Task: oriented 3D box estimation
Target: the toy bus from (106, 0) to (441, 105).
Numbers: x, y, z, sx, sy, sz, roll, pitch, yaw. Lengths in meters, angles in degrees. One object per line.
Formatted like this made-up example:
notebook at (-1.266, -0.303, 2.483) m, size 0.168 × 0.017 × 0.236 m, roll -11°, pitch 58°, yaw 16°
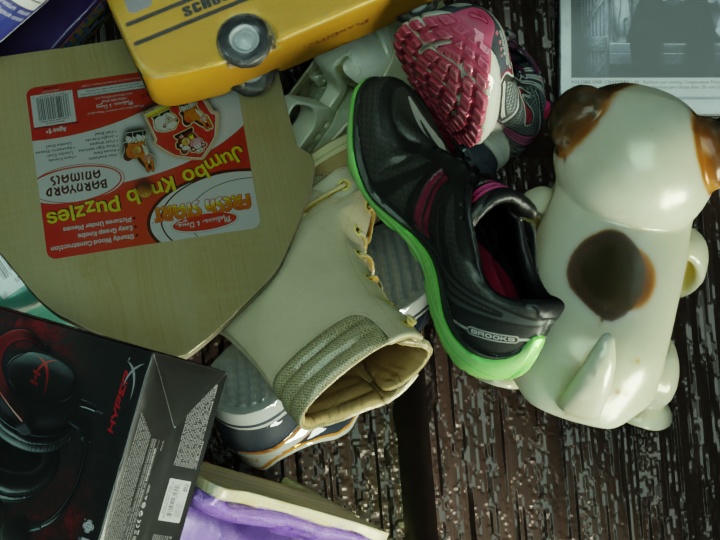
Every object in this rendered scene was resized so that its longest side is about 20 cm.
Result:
toy bus at (-0.040, -0.160, 0.988) m, size 0.200 × 0.065 × 0.078 m, roll -24°, pitch 80°, yaw -5°

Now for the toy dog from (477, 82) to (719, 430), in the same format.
toy dog at (0.144, -0.015, 1.033) m, size 0.139 × 0.194 × 0.201 m, roll 17°, pitch 95°, yaw 14°

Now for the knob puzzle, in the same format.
knob puzzle at (-0.124, -0.040, 1.005) m, size 0.219 × 0.030 × 0.220 m, roll 1°, pitch 72°, yaw -3°

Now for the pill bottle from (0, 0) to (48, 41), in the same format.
pill bottle at (-0.219, -0.196, 0.977) m, size 0.200 × 0.116 × 0.116 m, roll -38°, pitch 88°, yaw 9°

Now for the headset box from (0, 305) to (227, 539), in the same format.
headset box at (-0.189, 0.098, 0.932) m, size 0.200 × 0.075 × 0.149 m, roll 14°, pitch 85°, yaw 30°

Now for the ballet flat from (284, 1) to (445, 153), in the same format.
ballet flat at (-0.021, -0.108, 1.090) m, size 0.069 × 0.069 × 0.200 m, roll 38°, pitch 89°, yaw 2°

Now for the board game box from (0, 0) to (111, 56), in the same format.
board game box at (-0.230, -0.220, 1.108) m, size 0.165 × 0.057 × 0.200 m, roll 42°, pitch 90°, yaw 3°

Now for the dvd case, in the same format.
dvd case at (0.202, -0.199, 1.115) m, size 0.150 × 0.025 × 0.201 m, roll 0°, pitch 89°, yaw 1°

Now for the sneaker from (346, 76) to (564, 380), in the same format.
sneaker at (0.060, -0.036, 0.984) m, size 0.084 × 0.077 × 0.200 m, roll -45°, pitch 65°, yaw 39°

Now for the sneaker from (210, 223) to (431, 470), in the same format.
sneaker at (-0.015, 0.046, 1.091) m, size 0.200 × 0.080 × 0.078 m, roll -37°, pitch 52°, yaw -22°

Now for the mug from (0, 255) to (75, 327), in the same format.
mug at (-0.207, -0.031, 1.072) m, size 0.151 × 0.114 × 0.186 m, roll 9°, pitch 89°, yaw 2°

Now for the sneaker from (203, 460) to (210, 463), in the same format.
sneaker at (-0.185, 0.129, 1.062) m, size 0.200 × 0.081 × 0.088 m, roll 27°, pitch 97°, yaw -23°

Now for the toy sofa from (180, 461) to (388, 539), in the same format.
toy sofa at (-0.080, 0.162, 1.017) m, size 0.097 × 0.200 × 0.083 m, roll 23°, pitch 89°, yaw 37°

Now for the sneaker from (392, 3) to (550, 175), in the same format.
sneaker at (0.072, -0.117, 1.030) m, size 0.075 × 0.200 × 0.081 m, roll -40°, pitch 77°, yaw -3°

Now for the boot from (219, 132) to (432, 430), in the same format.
boot at (0.000, 0.000, 1.032) m, size 0.200 × 0.073 × 0.155 m, roll -30°, pitch 53°, yaw -25°
